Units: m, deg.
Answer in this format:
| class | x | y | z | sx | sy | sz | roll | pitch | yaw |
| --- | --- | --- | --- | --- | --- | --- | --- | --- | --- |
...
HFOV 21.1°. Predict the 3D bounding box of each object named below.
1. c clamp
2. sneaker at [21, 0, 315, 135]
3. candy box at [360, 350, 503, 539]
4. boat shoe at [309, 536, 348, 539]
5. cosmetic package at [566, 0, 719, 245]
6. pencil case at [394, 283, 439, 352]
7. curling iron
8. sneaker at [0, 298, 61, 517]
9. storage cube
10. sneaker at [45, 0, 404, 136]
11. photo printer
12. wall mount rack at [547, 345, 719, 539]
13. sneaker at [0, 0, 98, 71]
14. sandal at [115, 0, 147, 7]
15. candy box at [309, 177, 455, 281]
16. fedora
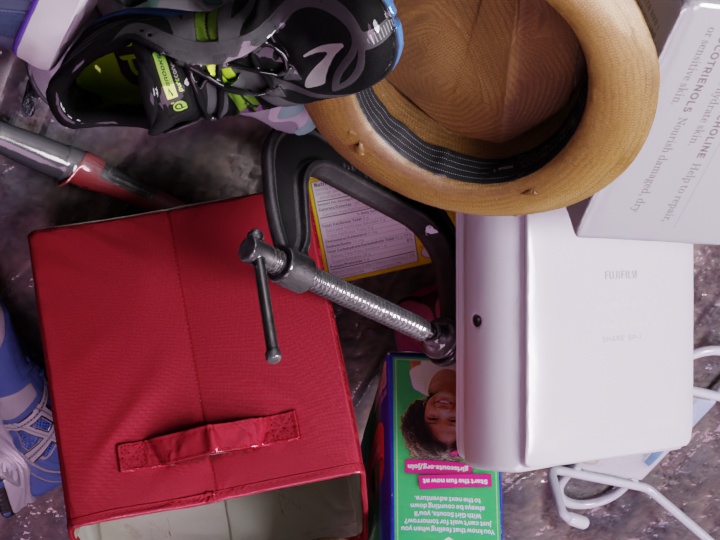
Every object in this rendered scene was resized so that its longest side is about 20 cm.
| class | x | y | z | sx | sy | sz | roll | pitch | yaw |
| --- | --- | --- | --- | --- | --- | --- | --- | --- | --- |
| c clamp | 0.000 | 0.000 | 1.103 | 0.027 | 0.172 | 0.199 | -32 | 145 | 33 |
| sneaker | -0.126 | -0.116 | 1.056 | 0.140 | 0.078 | 0.200 | -33 | 126 | 23 |
| candy box | 0.043 | 0.175 | 1.201 | 0.076 | 0.201 | 0.169 | 1 | 155 | -6 |
| boat shoe | -0.041 | 0.194 | 1.165 | 0.071 | 0.065 | 0.200 | 49 | 143 | -3 |
| cosmetic package | 0.212 | -0.127 | 1.061 | 0.199 | 0.168 | 0.167 | 2 | 135 | -19 |
| pencil case | 0.124 | 0.030 | 1.274 | 0.199 | 0.091 | 0.094 | -20 | 104 | 10 |
| curling iron | -0.172 | -0.053 | 1.142 | 0.199 | 0.026 | 0.050 | 27 | 123 | -37 |
| sneaker | -0.222 | 0.076 | 1.249 | 0.077 | 0.076 | 0.201 | -23 | 145 | -16 |
| storage cube | -0.095 | 0.075 | 1.158 | 0.170 | 0.181 | 0.200 | -10 | 160 | -4 |
| sneaker | -0.067 | -0.097 | 0.932 | 0.198 | 0.083 | 0.071 | -7 | 118 | 30 |
| photo printer | 0.128 | 0.011 | 1.142 | 0.166 | 0.202 | 0.069 | -1 | -178 | -42 |
| wall mount rack | 0.243 | 0.149 | 1.447 | 0.173 | 0.075 | 0.200 | 14 | 133 | -29 |
| sneaker | -0.173 | -0.198 | 0.908 | 0.146 | 0.081 | 0.200 | 32 | 131 | -3 |
| sandal | -0.068 | -0.171 | 0.884 | 0.048 | 0.075 | 0.200 | 42 | 147 | 1 |
| candy box | 0.066 | -0.052 | 1.211 | 0.199 | 0.027 | 0.103 | -12 | 136 | -3 |
| fedora | 0.062 | -0.117 | 0.978 | 0.199 | 0.082 | 0.201 | 10 | 138 | 9 |
